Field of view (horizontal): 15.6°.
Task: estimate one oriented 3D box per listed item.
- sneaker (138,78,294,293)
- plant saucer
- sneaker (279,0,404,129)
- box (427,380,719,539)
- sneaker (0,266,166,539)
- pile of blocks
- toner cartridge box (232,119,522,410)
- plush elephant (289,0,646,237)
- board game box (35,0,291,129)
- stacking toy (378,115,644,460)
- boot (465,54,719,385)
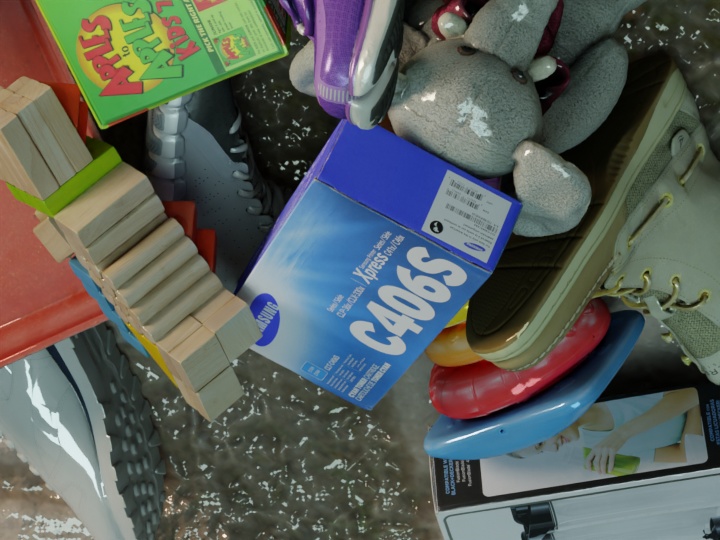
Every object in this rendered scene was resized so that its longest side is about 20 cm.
[{"bbox_3d":[-0.058,-0.054,1.384,0.115,0.075,0.200,7,131,-7],"label":"sneaker"},{"bbox_3d":[-0.221,-0.044,1.376,0.199,0.037,0.201,-23,95,15],"label":"plant saucer"},{"bbox_3d":[-0.029,-0.141,1.175,0.083,0.200,0.081,-7,141,-10],"label":"sneaker"},{"bbox_3d":[0.145,0.125,1.460,0.199,0.060,0.117,-9,142,7],"label":"box"},{"bbox_3d":[-0.171,0.075,1.460,0.080,0.076,0.201,-16,109,14],"label":"sneaker"},{"bbox_3d":[-0.116,-0.021,1.314,0.062,0.082,0.200,-39,98,-17],"label":"pile of blocks"},{"bbox_3d":[0.000,0.000,1.290,0.095,0.043,0.200,29,153,-4],"label":"toner cartridge box"},{"bbox_3d":[0.056,-0.100,1.266,0.164,0.155,0.200,27,93,-11],"label":"plush elephant"},{"bbox_3d":[-0.118,-0.177,1.238,0.101,0.048,0.200,-20,116,12],"label":"board game box"},{"bbox_3d":[0.053,-0.011,1.392,0.116,0.110,0.200,-22,106,33],"label":"stacking toy"},{"bbox_3d":[0.146,0.009,1.348,0.072,0.200,0.155,-8,130,47],"label":"boot"}]
